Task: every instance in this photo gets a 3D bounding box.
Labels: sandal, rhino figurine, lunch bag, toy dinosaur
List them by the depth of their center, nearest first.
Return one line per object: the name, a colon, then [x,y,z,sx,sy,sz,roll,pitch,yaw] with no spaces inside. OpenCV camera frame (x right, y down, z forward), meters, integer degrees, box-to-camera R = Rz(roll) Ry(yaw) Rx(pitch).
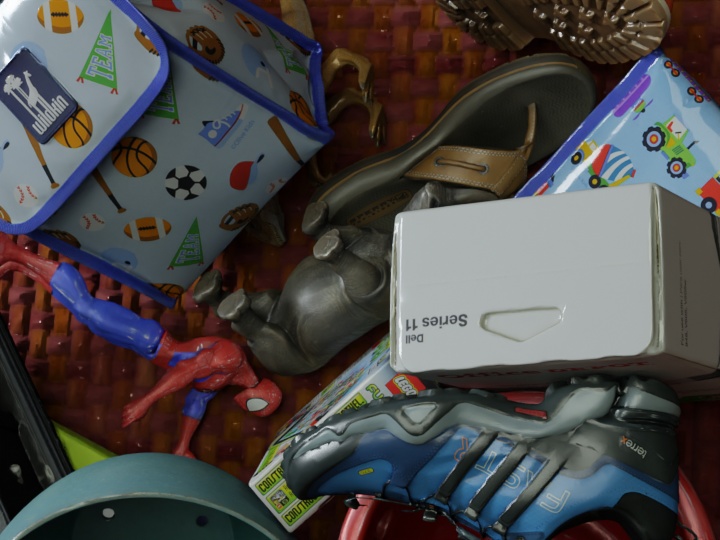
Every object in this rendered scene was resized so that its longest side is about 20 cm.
lunch bag: [0.158,-0.003,1.087,0.200,0.094,0.151,-44,73,12]
lunch bag: [-0.142,-0.094,1.087,0.170,0.199,0.124,-44,34,24]
rhino figurine: [0.000,0.000,1.108,0.199,0.087,0.060,-30,39,25]
sandal: [0.057,-0.058,1.117,0.199,0.082,0.055,-28,51,11]
toy dinosaur: [-0.038,-0.119,1.172,0.105,0.060,0.202,3,79,17]

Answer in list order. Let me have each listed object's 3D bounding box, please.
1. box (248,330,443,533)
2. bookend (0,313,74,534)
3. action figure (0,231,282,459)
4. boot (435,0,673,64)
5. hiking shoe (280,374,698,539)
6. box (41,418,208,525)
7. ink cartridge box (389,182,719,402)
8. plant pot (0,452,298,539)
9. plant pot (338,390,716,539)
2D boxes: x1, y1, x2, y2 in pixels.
box: [-0.004,0.082,1.047,0.110,0.200,0.035,-42,91,3]
bookend: [-0.256,0.094,1.064,0.092,0.200,0.200,-32,70,8]
action figure: [-0.148,0.063,1.140,0.198,0.065,0.100,23,79,-3]
boot: [0.129,-0.185,1.094,0.107,0.075,0.200,-50,30,-10]
hiking shoe: [0.058,0.102,0.894,0.198,0.074,0.088,-7,77,10]
box: [-0.162,0.178,1.147,0.199,0.048,0.123,26,86,20]
ink cartridge box: [0.122,0.019,0.951,0.145,0.199,0.084,-6,79,29]
plant pot: [-0.115,0.180,1.019,0.198,0.135,0.202,-2,112,-4]
plant pot: [0.096,0.173,1.002,0.198,0.182,0.203,-2,81,11]
